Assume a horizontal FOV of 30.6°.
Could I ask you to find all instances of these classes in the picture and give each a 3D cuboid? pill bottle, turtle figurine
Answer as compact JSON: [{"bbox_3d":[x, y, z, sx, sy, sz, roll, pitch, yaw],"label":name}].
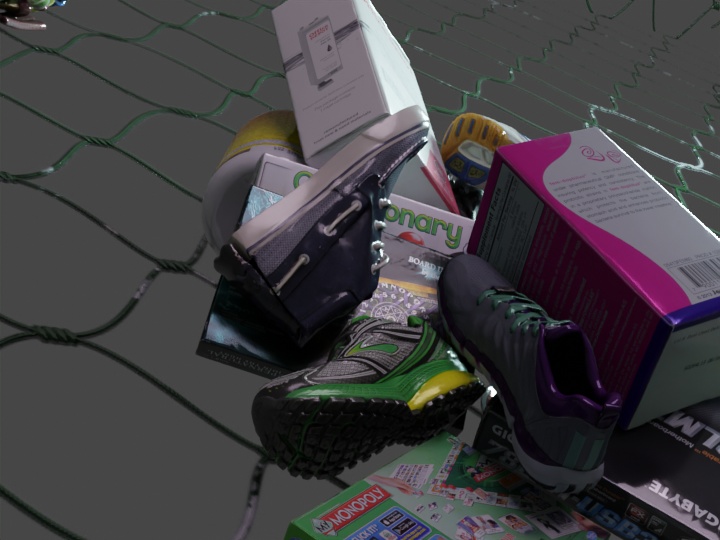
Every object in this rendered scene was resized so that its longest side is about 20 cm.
[{"bbox_3d":[-0.071,-0.075,1.150,0.108,0.110,0.200,20,21,-4],"label":"pill bottle"},{"bbox_3d":[-0.386,-0.342,1.417,0.192,0.146,0.199,-18,-4,-33],"label":"turtle figurine"}]

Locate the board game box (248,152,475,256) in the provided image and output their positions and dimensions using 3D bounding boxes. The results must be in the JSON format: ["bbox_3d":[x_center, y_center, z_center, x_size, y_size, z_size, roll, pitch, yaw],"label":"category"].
[{"bbox_3d":[0.000,0.000,1.023,0.198,0.128,0.035,17,-17,-12],"label":"board game box"}]

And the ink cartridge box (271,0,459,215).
[{"bbox_3d":[0.003,-0.137,1.133,0.147,0.082,0.201,50,19,-45],"label":"ink cartridge box"}]

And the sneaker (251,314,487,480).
[{"bbox_3d":[-0.005,0.077,0.862,0.199,0.078,0.085,-5,50,-54],"label":"sneaker"}]

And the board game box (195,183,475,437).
[{"bbox_3d":[-0.007,0.029,0.962,0.198,0.028,0.137,20,60,-7],"label":"board game box"}]

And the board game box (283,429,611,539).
[{"bbox_3d":[0.057,0.166,0.794,0.134,0.029,0.199,30,22,23],"label":"board game box"}]

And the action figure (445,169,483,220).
[{"bbox_3d":[0.085,-0.015,1.172,0.117,0.103,0.201,9,39,-24],"label":"action figure"}]

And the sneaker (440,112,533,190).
[{"bbox_3d":[0.161,-0.074,1.138,0.088,0.076,0.200,11,26,-48],"label":"sneaker"}]

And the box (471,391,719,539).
[{"bbox_3d":[0.207,0.106,0.932,0.199,0.050,0.198,29,40,17],"label":"box"}]

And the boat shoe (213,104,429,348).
[{"bbox_3d":[-0.005,-0.030,0.942,0.199,0.075,0.093,-39,86,-21],"label":"boat shoe"}]

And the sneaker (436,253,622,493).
[{"bbox_3d":[0.117,0.044,0.865,0.074,0.088,0.201,-4,45,-27],"label":"sneaker"}]

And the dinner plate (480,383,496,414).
[{"bbox_3d":[0.179,0.140,0.985,0.198,0.024,0.201,19,21,-8],"label":"dinner plate"}]

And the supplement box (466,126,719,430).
[{"bbox_3d":[0.177,-0.001,0.931,0.100,0.104,0.200,-13,47,-29],"label":"supplement box"}]
